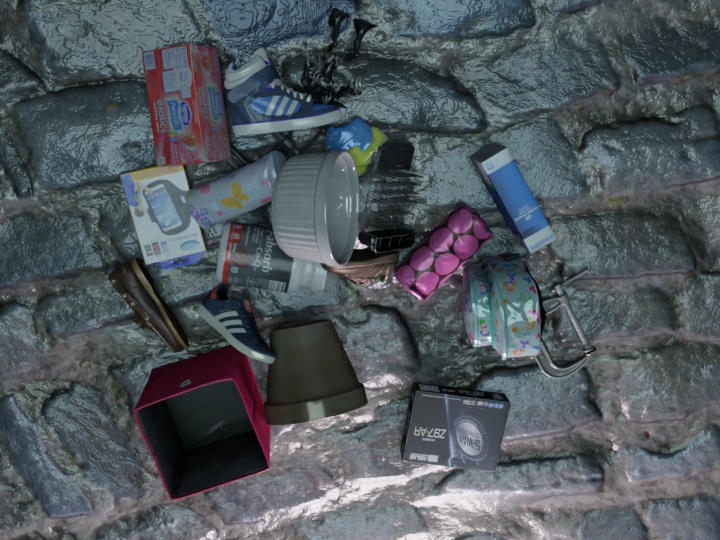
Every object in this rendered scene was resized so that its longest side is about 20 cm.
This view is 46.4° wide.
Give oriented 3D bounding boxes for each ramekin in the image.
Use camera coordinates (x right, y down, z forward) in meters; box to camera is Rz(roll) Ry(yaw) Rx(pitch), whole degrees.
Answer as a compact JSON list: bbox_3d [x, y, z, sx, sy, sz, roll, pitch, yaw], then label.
[{"bbox_3d":[-0.077,-0.108,1.444,0.105,0.200,0.201,3,106,15],"label":"ramekin"}]

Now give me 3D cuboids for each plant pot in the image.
[{"bbox_3d":[-0.097,0.189,1.608,0.199,0.200,0.174,-10,89,-2],"label":"plant pot"}]

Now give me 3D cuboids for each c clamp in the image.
[{"bbox_3d":[0.416,0.119,1.700,0.171,0.027,0.200,-23,105,2],"label":"c clamp"},{"bbox_3d":[-0.193,-0.258,1.539,0.200,0.027,0.171,38,111,-12],"label":"c clamp"}]

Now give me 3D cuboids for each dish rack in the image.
[{"bbox_3d":[0.062,-0.139,1.545,0.054,0.153,0.200,19,106,28],"label":"dish rack"}]

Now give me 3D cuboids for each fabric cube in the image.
[{"bbox_3d":[-0.290,0.278,1.596,0.196,0.199,0.200,-18,106,1],"label":"fabric cube"}]

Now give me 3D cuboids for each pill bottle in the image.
[{"bbox_3d":[-0.163,-0.021,1.569,0.199,0.116,0.116,9,104,-7],"label":"pill bottle"}]

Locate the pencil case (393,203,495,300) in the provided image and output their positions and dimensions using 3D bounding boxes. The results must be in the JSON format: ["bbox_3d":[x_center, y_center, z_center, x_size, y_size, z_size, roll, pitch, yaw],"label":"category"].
[{"bbox_3d":[0.161,-0.030,1.612,0.200,0.091,0.094,-43,121,9],"label":"pencil case"}]

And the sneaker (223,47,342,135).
[{"bbox_3d":[-0.137,-0.316,1.459,0.200,0.081,0.147,-7,100,1],"label":"sneaker"}]

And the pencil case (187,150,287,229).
[{"bbox_3d":[-0.216,-0.145,1.523,0.200,0.091,0.083,-22,109,16],"label":"pencil case"}]

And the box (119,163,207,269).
[{"bbox_3d":[-0.363,-0.099,1.572,0.119,0.041,0.200,-13,103,-1],"label":"box"}]

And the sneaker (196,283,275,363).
[{"bbox_3d":[-0.221,0.095,1.579,0.200,0.075,0.085,36,90,25],"label":"sneaker"}]

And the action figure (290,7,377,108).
[{"bbox_3d":[-0.049,-0.359,1.497,0.119,0.102,0.200,18,102,-21],"label":"action figure"}]

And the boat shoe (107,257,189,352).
[{"bbox_3d":[-0.403,0.076,1.600,0.070,0.070,0.200,-31,97,-3],"label":"boat shoe"}]

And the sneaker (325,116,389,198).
[{"bbox_3d":[-0.044,-0.204,1.564,0.200,0.076,0.105,-42,86,7],"label":"sneaker"}]

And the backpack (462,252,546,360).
[{"bbox_3d":[0.270,0.072,1.579,0.150,0.200,0.178,-8,112,-5],"label":"backpack"}]

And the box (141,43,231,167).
[{"bbox_3d":[-0.301,-0.287,1.469,0.102,0.095,0.201,-4,98,23],"label":"box"}]

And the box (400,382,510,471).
[{"bbox_3d":[0.193,0.323,1.728,0.199,0.044,0.161,9,104,-7],"label":"box"}]

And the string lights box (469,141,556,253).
[{"bbox_3d":[0.285,-0.138,1.581,0.059,0.103,0.200,-31,106,3],"label":"string lights box"}]

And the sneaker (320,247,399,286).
[{"bbox_3d":[0.000,0.000,1.565,0.200,0.070,0.076,-6,117,-47],"label":"sneaker"}]
